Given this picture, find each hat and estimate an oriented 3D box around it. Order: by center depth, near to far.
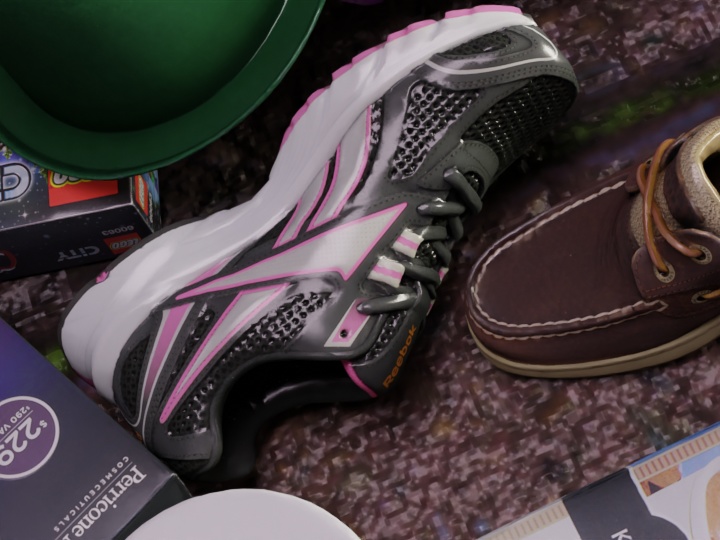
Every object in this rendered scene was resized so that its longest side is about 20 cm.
[{"bbox_3d":[-0.118,-0.128,0.978,0.165,0.176,0.200,-2,72,30],"label":"hat"}]

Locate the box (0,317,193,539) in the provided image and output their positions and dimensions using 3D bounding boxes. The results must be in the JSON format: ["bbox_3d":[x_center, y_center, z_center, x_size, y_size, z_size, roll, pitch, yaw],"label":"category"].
[{"bbox_3d":[-0.164,0.113,0.990,0.141,0.079,0.200,39,79,26],"label":"box"}]

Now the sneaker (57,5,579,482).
[{"bbox_3d":[0.000,0.000,1.003,0.200,0.080,0.086,-41,59,8],"label":"sneaker"}]

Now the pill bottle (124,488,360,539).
[{"bbox_3d":[-0.011,0.141,0.857,0.114,0.200,0.115,-7,62,12],"label":"pill bottle"}]

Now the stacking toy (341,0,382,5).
[{"bbox_3d":[0.009,-0.134,1.064,0.200,0.116,0.110,-27,64,18],"label":"stacking toy"}]

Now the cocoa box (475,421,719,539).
[{"bbox_3d":[0.135,0.155,0.846,0.131,0.133,0.200,-26,60,1],"label":"cocoa box"}]

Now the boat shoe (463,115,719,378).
[{"bbox_3d":[0.118,-0.023,0.968,0.200,0.072,0.072,-17,60,20],"label":"boat shoe"}]

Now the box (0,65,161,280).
[{"bbox_3d":[-0.176,-0.057,1.101,0.200,0.038,0.137,-11,61,11],"label":"box"}]
